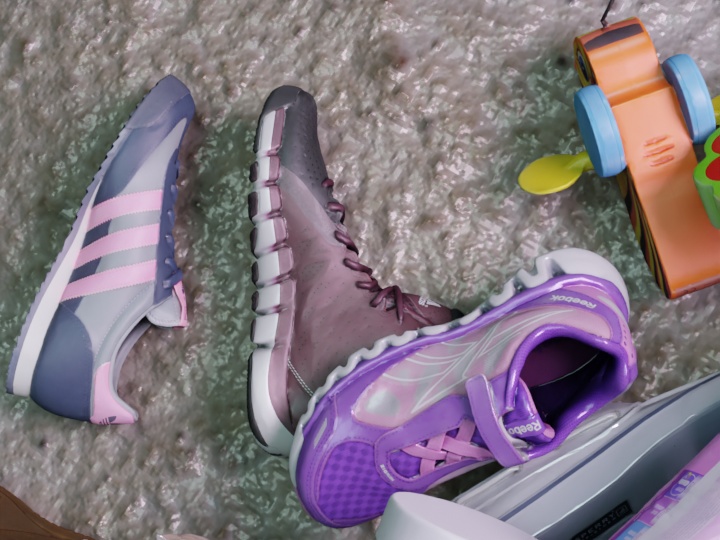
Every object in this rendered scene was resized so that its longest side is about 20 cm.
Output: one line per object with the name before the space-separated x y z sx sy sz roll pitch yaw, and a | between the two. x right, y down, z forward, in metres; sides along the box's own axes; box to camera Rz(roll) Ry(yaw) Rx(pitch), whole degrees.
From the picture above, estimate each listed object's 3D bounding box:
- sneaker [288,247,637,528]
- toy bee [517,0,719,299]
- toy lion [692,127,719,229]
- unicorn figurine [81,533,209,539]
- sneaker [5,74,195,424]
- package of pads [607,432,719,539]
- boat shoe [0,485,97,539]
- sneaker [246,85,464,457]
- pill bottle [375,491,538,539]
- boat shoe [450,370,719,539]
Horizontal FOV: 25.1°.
sneaker | 0.055 0.068 0.803 0.199 0.081 0.089 -32 27 3
toy bee | 0.150 -0.091 0.857 0.129 0.109 0.203 2 98 -1
toy lion | 0.249 -0.079 0.778 0.190 0.201 0.069 -24 114 10
unicorn figurine | -0.035 0.195 0.836 0.198 0.074 0.139 -8 76 -9
sneaker | -0.124 -0.008 0.916 0.081 0.070 0.202 24 85 1
package of pads | 0.139 0.166 0.673 0.200 0.076 0.121 -41 105 -11
boat shoe | -0.179 0.182 0.880 0.199 0.072 0.072 31 115 8
sneaker | 0.000 0.000 0.880 0.114 0.076 0.203 0 86 8
pill bottle | 0.019 0.210 0.737 0.111 0.112 0.202 21 92 17
boat shoe | 0.124 0.095 0.820 0.199 0.074 0.066 -28 45 -7
